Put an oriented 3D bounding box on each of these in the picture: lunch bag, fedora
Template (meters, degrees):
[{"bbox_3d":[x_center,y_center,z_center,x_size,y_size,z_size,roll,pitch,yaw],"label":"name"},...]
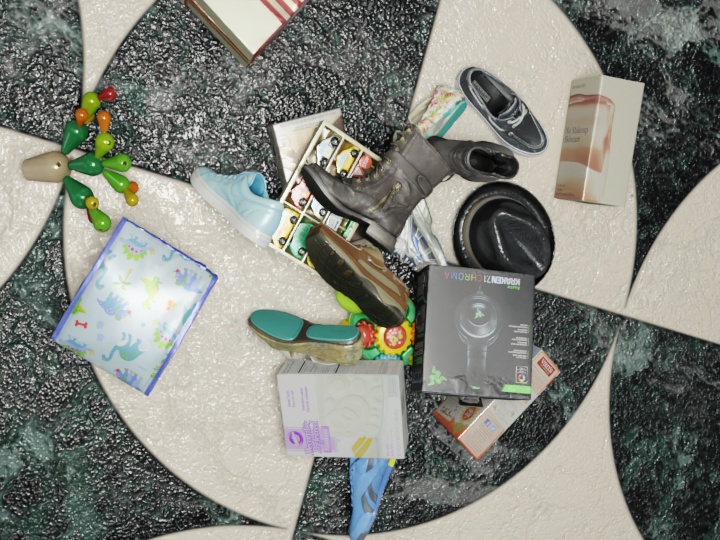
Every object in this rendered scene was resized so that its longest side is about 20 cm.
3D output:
[{"bbox_3d":[-0.330,0.047,1.167,0.168,0.128,0.202,31,99,-14],"label":"lunch bag"},{"bbox_3d":[0.253,-0.049,1.308,0.195,0.092,0.206,-2,97,-13],"label":"fedora"}]

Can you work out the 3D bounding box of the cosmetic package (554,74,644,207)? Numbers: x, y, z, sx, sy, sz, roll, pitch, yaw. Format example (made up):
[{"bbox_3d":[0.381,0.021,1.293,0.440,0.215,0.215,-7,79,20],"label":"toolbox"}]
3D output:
[{"bbox_3d":[0.398,-0.215,1.318,0.085,0.103,0.206,7,94,-15],"label":"cosmetic package"}]

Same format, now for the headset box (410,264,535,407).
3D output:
[{"bbox_3d":[0.170,0.105,1.202,0.169,0.093,0.206,6,81,-6],"label":"headset box"}]

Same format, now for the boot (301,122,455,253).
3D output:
[{"bbox_3d":[0.027,-0.145,1.155,0.199,0.069,0.176,37,82,-20],"label":"boot"}]

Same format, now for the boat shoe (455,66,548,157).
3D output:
[{"bbox_3d":[0.242,-0.261,1.292,0.199,0.068,0.072,42,87,-15],"label":"boat shoe"}]

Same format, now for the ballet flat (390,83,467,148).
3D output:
[{"bbox_3d":[0.093,-0.218,1.272,0.064,0.076,0.201,38,82,16],"label":"ballet flat"}]

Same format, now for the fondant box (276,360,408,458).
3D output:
[{"bbox_3d":[-0.026,0.220,1.247,0.195,0.058,0.148,-1,109,13],"label":"fondant box"}]

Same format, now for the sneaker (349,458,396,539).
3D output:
[{"bbox_3d":[0.006,0.355,1.322,0.077,0.066,0.205,18,92,-3],"label":"sneaker"}]

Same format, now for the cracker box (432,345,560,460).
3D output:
[{"bbox_3d":[0.224,0.205,1.313,0.200,0.134,0.058,-46,104,-3],"label":"cracker box"}]

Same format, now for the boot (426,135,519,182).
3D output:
[{"bbox_3d":[0.204,-0.166,1.238,0.196,0.131,0.072,-4,106,-37],"label":"boot"}]

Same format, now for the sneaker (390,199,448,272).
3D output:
[{"bbox_3d":[0.089,-0.035,1.291,0.083,0.077,0.204,-21,94,1],"label":"sneaker"}]

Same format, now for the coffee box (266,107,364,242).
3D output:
[{"bbox_3d":[-0.067,-0.138,1.228,0.110,0.080,0.205,-16,101,-12],"label":"coffee box"}]

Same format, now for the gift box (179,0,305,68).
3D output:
[{"bbox_3d":[-0.164,-0.427,1.113,0.187,0.200,0.185,44,81,-13],"label":"gift box"}]

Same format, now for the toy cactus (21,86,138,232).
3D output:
[{"bbox_3d":[-0.410,-0.159,1.152,0.161,0.102,0.205,-4,101,7],"label":"toy cactus"}]

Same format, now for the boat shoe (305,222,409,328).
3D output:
[{"bbox_3d":[0.000,0.000,1.171,0.200,0.075,0.075,46,53,-23],"label":"boat shoe"}]

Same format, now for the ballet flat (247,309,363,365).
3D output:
[{"bbox_3d":[-0.088,0.112,1.237,0.195,0.071,0.073,8,96,18],"label":"ballet flat"}]

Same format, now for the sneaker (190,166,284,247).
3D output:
[{"bbox_3d":[-0.175,-0.115,1.161,0.083,0.199,0.074,-54,147,5],"label":"sneaker"}]

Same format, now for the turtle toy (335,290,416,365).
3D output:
[{"bbox_3d":[0.031,0.081,1.268,0.145,0.101,0.201,-42,104,-5],"label":"turtle toy"}]

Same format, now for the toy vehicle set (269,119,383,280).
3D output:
[{"bbox_3d":[-0.054,-0.104,1.180,0.123,0.026,0.203,29,90,-16],"label":"toy vehicle set"}]
